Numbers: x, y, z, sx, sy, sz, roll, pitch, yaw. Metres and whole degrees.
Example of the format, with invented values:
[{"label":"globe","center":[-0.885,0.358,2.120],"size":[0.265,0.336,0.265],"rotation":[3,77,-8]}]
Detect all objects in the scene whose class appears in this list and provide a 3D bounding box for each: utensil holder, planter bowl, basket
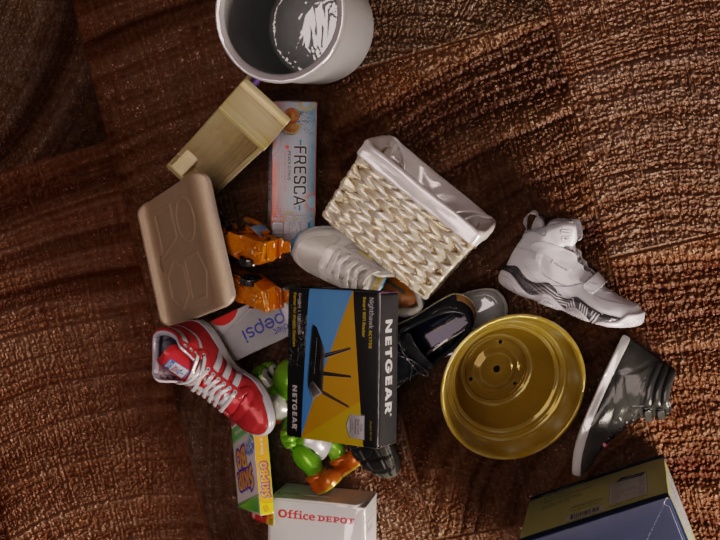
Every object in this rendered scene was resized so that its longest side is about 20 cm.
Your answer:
[{"label":"utensil holder","center":[-0.080,-0.327,1.536],"size":[0.169,0.200,0.171],"rotation":[1,96,12]},{"label":"planter bowl","center":[0.192,0.143,1.568],"size":[0.199,0.083,0.202],"rotation":[-3,106,-12]},{"label":"basket","center":[0.063,-0.071,1.567],"size":[0.200,0.136,0.124],"rotation":[40,107,6]}]

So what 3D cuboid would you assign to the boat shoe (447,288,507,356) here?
[{"label":"boat shoe","center":[0.108,0.087,1.606],"size":[0.201,0.065,0.075],"rotation":[-23,91,14]}]

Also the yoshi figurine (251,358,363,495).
[{"label":"yoshi figurine","center":[-0.074,0.204,1.648],"size":[0.112,0.112,0.200],"rotation":[-36,85,-1]}]

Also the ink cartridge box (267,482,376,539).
[{"label":"ink cartridge box","center":[-0.053,0.414,1.670],"size":[0.145,0.084,0.201],"rotation":[3,97,14]}]

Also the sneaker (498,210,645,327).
[{"label":"sneaker","center":[0.290,-0.002,1.548],"size":[0.199,0.075,0.116],"rotation":[20,103,14]}]

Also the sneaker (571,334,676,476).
[{"label":"sneaker","center":[0.353,0.196,1.556],"size":[0.099,0.071,0.201],"rotation":[24,97,15]}]

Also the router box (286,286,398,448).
[{"label":"router box","center":[-0.025,0.123,1.540],"size":[0.148,0.051,0.201],"rotation":[2,93,33]}]

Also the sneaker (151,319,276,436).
[{"label":"sneaker","center":[-0.204,0.149,1.574],"size":[0.200,0.112,0.071],"rotation":[47,112,21]}]

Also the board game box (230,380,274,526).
[{"label":"board game box","center":[-0.154,0.256,1.653],"size":[0.030,0.095,0.201],"rotation":[-7,89,-25]}]

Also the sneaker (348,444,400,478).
[{"label":"sneaker","center":[0.012,0.192,1.629],"size":[0.075,0.079,0.201],"rotation":[-18,101,44]}]

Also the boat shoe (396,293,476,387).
[{"label":"boat shoe","center":[0.069,0.104,1.552],"size":[0.200,0.062,0.075],"rotation":[-36,103,10]}]

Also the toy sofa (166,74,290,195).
[{"label":"toy sofa","center":[-0.174,-0.181,1.593],"size":[0.083,0.098,0.200],"rotation":[43,143,-10]}]

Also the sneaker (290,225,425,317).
[{"label":"sneaker","center":[0.000,0.000,1.586],"size":[0.199,0.081,0.077],"rotation":[23,103,-10]}]

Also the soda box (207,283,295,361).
[{"label":"soda box","center":[-0.173,0.090,1.673],"size":[0.199,0.063,0.069],"rotation":[-25,89,15]}]

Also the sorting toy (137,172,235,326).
[{"label":"sorting toy","center":[-0.240,-0.026,1.640],"size":[0.200,0.036,0.186],"rotation":[-19,83,53]}]

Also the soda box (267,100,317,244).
[{"label":"soda box","center":[-0.095,-0.133,1.621],"size":[0.063,0.068,0.201],"rotation":[1,97,-9]}]

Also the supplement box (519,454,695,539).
[{"label":"supplement box","center":[0.324,0.353,1.514],"size":[0.199,0.200,0.135],"rotation":[-21,91,14]}]

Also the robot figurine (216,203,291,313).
[{"label":"robot figurine","center":[-0.171,-0.015,1.620],"size":[0.200,0.058,0.146],"rotation":[23,117,50]}]
